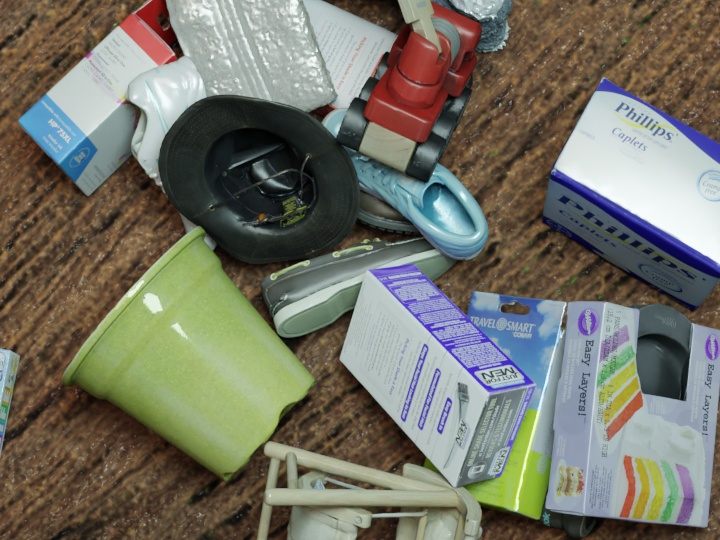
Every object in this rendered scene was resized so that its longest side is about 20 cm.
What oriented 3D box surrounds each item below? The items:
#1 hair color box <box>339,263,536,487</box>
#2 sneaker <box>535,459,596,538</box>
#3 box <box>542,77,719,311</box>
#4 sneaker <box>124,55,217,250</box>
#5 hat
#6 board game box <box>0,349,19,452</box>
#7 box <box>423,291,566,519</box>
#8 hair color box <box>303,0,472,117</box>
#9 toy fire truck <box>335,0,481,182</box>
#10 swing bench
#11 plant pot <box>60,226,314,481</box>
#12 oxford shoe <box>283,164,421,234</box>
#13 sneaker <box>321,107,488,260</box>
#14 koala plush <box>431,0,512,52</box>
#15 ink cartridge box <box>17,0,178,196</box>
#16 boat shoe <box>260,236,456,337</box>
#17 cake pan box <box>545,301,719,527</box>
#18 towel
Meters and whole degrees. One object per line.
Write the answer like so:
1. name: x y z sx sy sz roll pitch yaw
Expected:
1. hair color box: 0.068 0.094 1.419 0.064 0.110 0.200 -7 38 -35
2. sneaker: 0.208 0.152 1.456 0.079 0.075 0.201 12 67 26
3. box: 0.274 -0.066 1.435 0.183 0.200 0.105 31 82 10
4. sneaker: -0.187 -0.108 1.509 0.080 0.070 0.202 -19 114 -22
5. hat: -0.091 -0.105 1.468 0.199 0.202 0.081 5 40 5
6. board game box: -0.455 0.136 1.531 0.198 0.034 0.136 7 78 6
7. box: 0.137 0.126 1.453 0.121 0.048 0.202 6 75 43
8. hair color box: 0.006 -0.196 1.557 0.199 0.061 0.102 27 81 11
9. toy fire truck: 0.053 -0.214 1.399 0.128 0.176 0.201 25 124 3
10. swing bench: -0.005 0.281 1.378 0.198 0.130 0.201 9 103 -6
11. plant pot: -0.151 0.093 1.451 0.184 0.200 0.201 41 83 1
12. oxford shoe: 0.015 -0.093 1.514 0.199 0.073 0.085 21 112 6
13. sneaker: 0.047 -0.092 1.450 0.200 0.082 0.074 37 79 0
14. koala plush: 0.074 -0.305 1.527 0.184 0.177 0.200 -44 83 -2
15. ink cartridge box: -0.240 -0.180 1.544 0.200 0.116 0.067 -44 77 -5
16. boat shoe: 0.000 0.000 1.505 0.200 0.072 0.061 -21 63 -12
17. cake pan box: 0.258 0.132 1.406 0.052 0.183 0.202 -1 78 48
18. towel: -0.114 -0.239 1.501 0.132 0.034 0.201 -18 103 12
